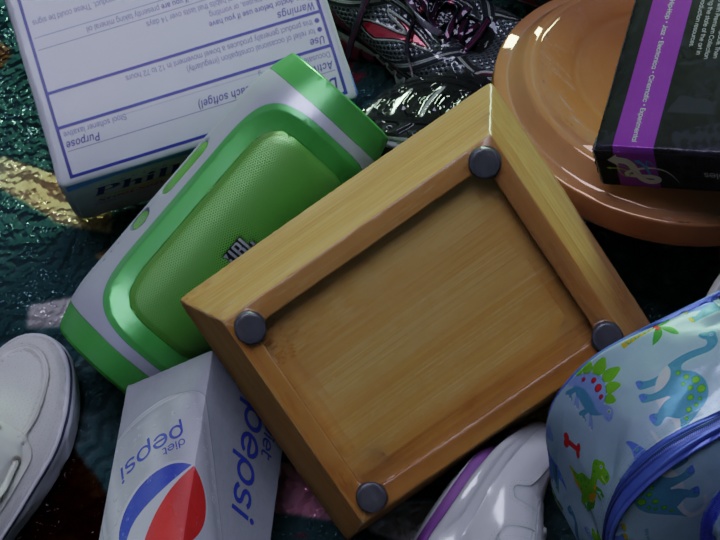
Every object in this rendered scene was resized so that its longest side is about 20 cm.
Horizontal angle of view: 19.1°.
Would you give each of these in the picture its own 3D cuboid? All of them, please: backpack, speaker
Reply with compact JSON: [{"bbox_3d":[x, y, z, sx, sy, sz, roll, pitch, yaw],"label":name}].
[{"bbox_3d":[0.198,0.091,1.029,0.199,0.184,0.148,-23,50,-4],"label":"backpack"},{"bbox_3d":[-0.076,-0.021,1.190,0.200,0.088,0.088,-49,56,1],"label":"speaker"}]

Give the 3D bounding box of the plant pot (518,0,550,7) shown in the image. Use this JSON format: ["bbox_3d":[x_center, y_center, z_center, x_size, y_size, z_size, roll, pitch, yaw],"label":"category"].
[{"bbox_3d":[0.143,-0.275,1.336,0.198,0.201,0.184,-5,58,5],"label":"plant pot"}]

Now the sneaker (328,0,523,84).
[{"bbox_3d":[0.033,-0.156,1.330,0.199,0.075,0.081,25,59,26],"label":"sneaker"}]

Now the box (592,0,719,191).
[{"bbox_3d":[0.232,-0.102,1.103,0.198,0.036,0.144,5,56,23],"label":"box"}]

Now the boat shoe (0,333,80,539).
[{"bbox_3d":[-0.213,0.105,1.158,0.070,0.070,0.201,13,54,19],"label":"boat shoe"}]

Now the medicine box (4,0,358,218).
[{"bbox_3d":[-0.117,-0.157,1.283,0.181,0.103,0.202,-17,83,-5],"label":"medicine box"}]

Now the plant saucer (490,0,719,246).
[{"bbox_3d":[0.171,-0.094,1.184,0.198,0.032,0.201,3,46,-3],"label":"plant saucer"}]

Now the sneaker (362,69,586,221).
[{"bbox_3d":[0.086,-0.063,1.243,0.199,0.080,0.074,12,41,24],"label":"sneaker"}]

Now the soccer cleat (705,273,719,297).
[{"bbox_3d":[0.239,-0.001,1.165,0.069,0.078,0.200,25,59,27],"label":"soccer cleat"}]

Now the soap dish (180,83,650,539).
[{"bbox_3d":[0.031,0.025,1.106,0.199,0.158,0.081,-34,8,1],"label":"soap dish"}]

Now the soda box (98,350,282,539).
[{"bbox_3d":[-0.091,0.145,1.094,0.063,0.068,0.201,-22,43,31],"label":"soda box"}]

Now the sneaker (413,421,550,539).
[{"bbox_3d":[0.065,0.166,1.077,0.099,0.075,0.201,31,56,2],"label":"sneaker"}]
